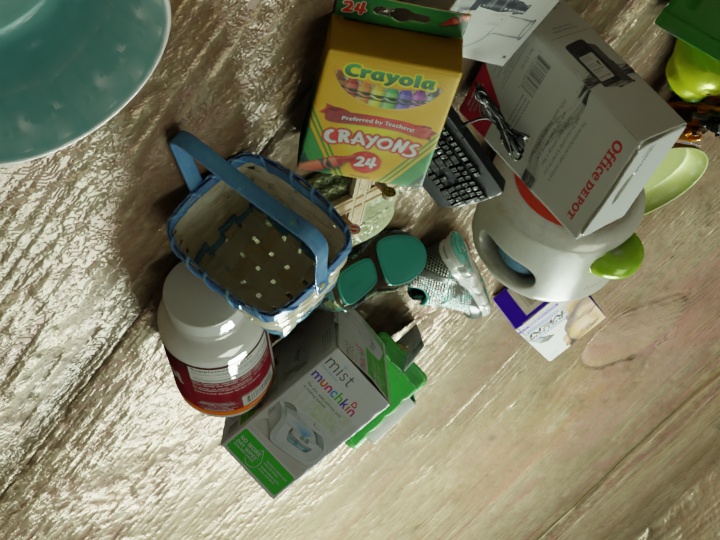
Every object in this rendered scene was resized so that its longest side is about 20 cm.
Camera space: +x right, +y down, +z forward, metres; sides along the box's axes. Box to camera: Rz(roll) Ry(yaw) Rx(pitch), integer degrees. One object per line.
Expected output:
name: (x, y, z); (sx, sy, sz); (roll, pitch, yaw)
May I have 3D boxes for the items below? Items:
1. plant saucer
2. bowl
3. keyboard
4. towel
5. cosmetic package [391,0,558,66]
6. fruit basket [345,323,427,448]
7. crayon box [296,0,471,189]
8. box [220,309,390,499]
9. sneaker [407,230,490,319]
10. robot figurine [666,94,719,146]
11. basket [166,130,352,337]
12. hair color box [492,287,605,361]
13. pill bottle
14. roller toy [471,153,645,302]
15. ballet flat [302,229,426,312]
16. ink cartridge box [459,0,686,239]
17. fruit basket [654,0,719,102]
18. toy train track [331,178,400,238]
plant saucer: (0.346, -0.115, 1.988); (0.199, 0.031, 0.200); (-17, 158, -7)
bowl: (-0.245, -0.180, 1.093); (0.200, 0.105, 0.201); (-28, 155, -14)
keyboard: (0.092, -0.138, 1.558); (0.127, 0.021, 0.200); (-23, 135, 21)
towel: (-0.043, -0.052, 1.652); (0.200, 0.037, 0.149); (-28, 153, -16)
cosmetic package: (0.144, -0.287, 1.456); (0.151, 0.052, 0.200); (-2, 139, -54)
fruit basket: (0.014, 0.148, 1.957); (0.185, 0.094, 0.200); (-43, 180, 3)
crayon box: (0.019, -0.165, 1.446); (0.127, 0.051, 0.200); (9, 142, -7)
box: (-0.062, 0.137, 1.781); (0.176, 0.097, 0.200); (-40, -167, 9)
sneaker: (0.103, 0.015, 1.931); (0.091, 0.078, 0.200); (-21, 153, 8)
robot figurine: (0.437, -0.178, 1.861); (0.145, 0.200, 0.058); (-16, 111, -35)
basket: (-0.099, -0.038, 1.458); (0.139, 0.176, 0.200); (-48, 164, -12)
hair color box: (0.270, 0.053, 2.196); (0.109, 0.065, 0.200); (-39, 156, 7)
pill bottle: (-0.152, 0.067, 1.633); (0.113, 0.113, 0.200); (-29, 154, -13)
roller toy: (0.226, -0.064, 1.796); (0.182, 0.200, 0.140); (6, 144, -7)
ballet flat: (0.000, 0.000, 1.764); (0.074, 0.074, 0.200); (-51, 163, 31)
ink cartridge box: (0.214, -0.155, 1.587); (0.083, 0.200, 0.145); (-22, 153, -39)
fruit basket: (0.431, -0.262, 1.767); (0.215, 0.155, 0.216); (-26, 137, -28)
toy train track: (0.038, -0.084, 1.625); (0.200, 0.033, 0.115); (-28, 153, -28)
